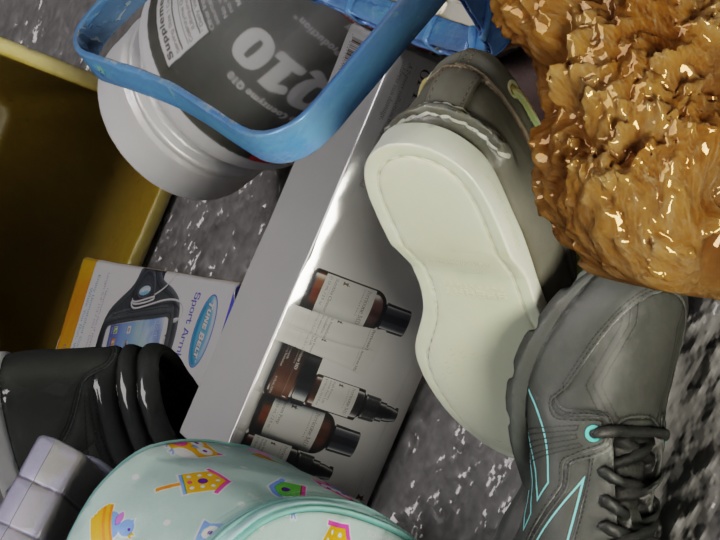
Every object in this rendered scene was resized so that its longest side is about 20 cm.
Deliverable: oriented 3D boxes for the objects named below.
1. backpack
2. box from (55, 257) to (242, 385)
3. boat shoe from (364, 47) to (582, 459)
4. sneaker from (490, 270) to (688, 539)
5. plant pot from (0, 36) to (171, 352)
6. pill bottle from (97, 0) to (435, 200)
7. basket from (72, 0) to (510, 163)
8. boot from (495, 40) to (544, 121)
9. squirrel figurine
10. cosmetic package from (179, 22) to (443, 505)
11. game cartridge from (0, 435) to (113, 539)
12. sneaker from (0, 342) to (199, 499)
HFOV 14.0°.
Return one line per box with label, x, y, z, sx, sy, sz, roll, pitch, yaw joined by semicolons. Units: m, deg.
backpack;-0.053;0.176;1.201;0.153;0.175;0.201;16;87;44
box;-0.100;0.061;1.480;0.200;0.041;0.120;10;81;58
boat shoe;0.055;0.000;1.147;0.072;0.202;0.060;11;54;26
sneaker;0.092;0.091;1.117;0.079;0.075;0.201;36;117;47
plant pot;-0.236;-0.047;1.629;0.196;0.193;0.200;-67;25;5
pill bottle;-0.034;-0.118;1.401;0.200;0.113;0.114;-37;43;44
basket;-0.011;-0.137;1.202;0.200;0.139;0.176;-44;38;-13
boot;0.099;-0.041;1.175;0.200;0.072;0.167;-57;33;24
squirrel figurine;0.145;-0.080;0.994;0.141;0.199;0.188;14;94;65
cosmetic package;0.000;0.000;1.307;0.051;0.082;0.201;32;101;57
game cartridge;-0.117;0.164;1.277;0.038;0.200;0.130;15;70;29
sneaker;-0.100;0.119;1.366;0.099;0.201;0.071;-12;25;14
